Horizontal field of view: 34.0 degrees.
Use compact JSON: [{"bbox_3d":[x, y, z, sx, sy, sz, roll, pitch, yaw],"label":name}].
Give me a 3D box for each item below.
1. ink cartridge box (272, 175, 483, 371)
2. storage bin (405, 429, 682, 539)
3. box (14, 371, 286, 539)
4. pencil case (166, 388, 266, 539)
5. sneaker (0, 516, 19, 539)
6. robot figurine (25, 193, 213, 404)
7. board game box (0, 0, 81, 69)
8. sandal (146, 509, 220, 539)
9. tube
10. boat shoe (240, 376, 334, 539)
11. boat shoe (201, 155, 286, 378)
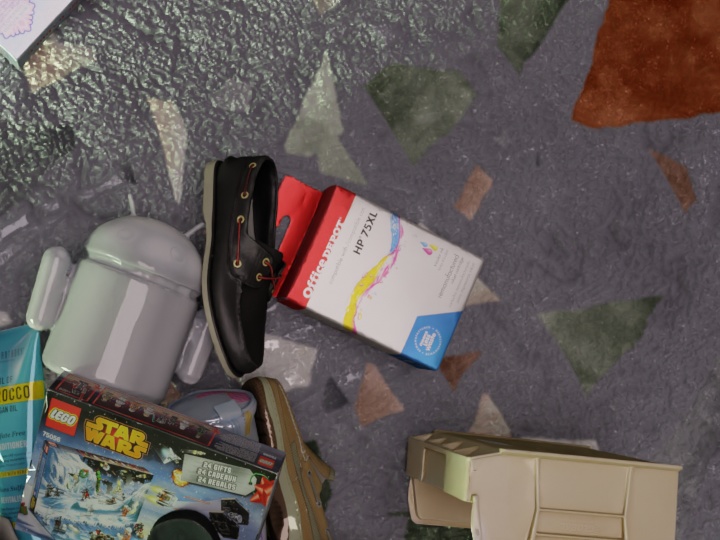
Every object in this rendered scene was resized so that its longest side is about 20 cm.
[{"bbox_3d":[0.000,0.000,1.097,0.198,0.067,0.117,25,83,-11],"label":"ink cartridge box"},{"bbox_3d":[0.157,0.205,1.061,0.196,0.200,0.095,7,86,-13],"label":"storage bin"},{"bbox_3d":[-0.174,0.181,0.967,0.198,0.040,0.138,20,111,2],"label":"box"},{"bbox_3d":[-0.122,0.206,1.035,0.082,0.091,0.203,-9,102,-17],"label":"pencil case"},{"bbox_3d":[-0.370,0.273,0.984,0.199,0.077,0.149,-5,97,-1],"label":"sneaker"},{"bbox_3d":[-0.204,0.040,1.025,0.168,0.113,0.202,23,84,-24],"label":"robot figurine"},{"bbox_3d":[-0.313,-0.322,1.045,0.199,0.041,0.201,41,80,-9],"label":"board game box"},{"bbox_3d":[-0.120,0.291,0.949,0.074,0.048,0.202,-21,105,14],"label":"sandal"},{"bbox_3d":[-0.299,0.152,1.034,0.076,0.050,0.203,-10,89,12],"label":"tube"},{"bbox_3d":[-0.061,0.191,1.086,0.075,0.071,0.203,-13,100,-27],"label":"boat shoe"},{"bbox_3d":[-0.101,-0.007,1.043,0.062,0.074,0.204,-8,71,16],"label":"boat shoe"}]
